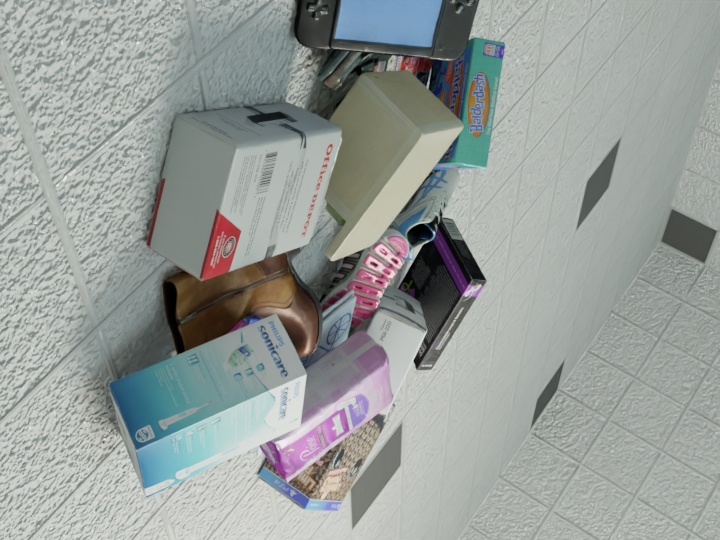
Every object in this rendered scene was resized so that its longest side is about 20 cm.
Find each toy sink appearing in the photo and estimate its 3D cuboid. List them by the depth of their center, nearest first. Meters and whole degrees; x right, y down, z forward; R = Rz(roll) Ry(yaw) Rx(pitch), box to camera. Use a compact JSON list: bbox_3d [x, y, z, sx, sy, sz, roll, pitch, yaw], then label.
[{"bbox_3d":[0.007,-0.130,1.241,0.201,0.112,0.130,-53,165,27],"label":"toy sink"}]

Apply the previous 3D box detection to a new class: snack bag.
[{"bbox_3d":[-0.078,0.141,1.427,0.188,0.021,0.202,-40,154,-35],"label":"snack bag"}]

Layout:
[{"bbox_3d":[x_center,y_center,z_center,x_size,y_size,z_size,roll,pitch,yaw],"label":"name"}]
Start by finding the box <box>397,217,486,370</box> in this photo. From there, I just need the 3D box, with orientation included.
[{"bbox_3d":[0.118,0.039,1.644,0.036,0.144,0.202,6,130,-31],"label":"box"}]

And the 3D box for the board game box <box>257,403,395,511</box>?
[{"bbox_3d":[-0.050,0.270,1.645,0.202,0.096,0.159,-61,158,-2],"label":"board game box"}]

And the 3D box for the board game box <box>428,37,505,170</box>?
[{"bbox_3d":[0.127,-0.210,1.343,0.200,0.044,0.155,-160,-102,-78],"label":"board game box"}]

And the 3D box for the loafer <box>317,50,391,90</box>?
[{"bbox_3d":[0.029,-0.275,1.183,0.201,0.063,0.072,-54,-164,-21],"label":"loafer"}]

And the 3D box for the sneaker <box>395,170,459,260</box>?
[{"bbox_3d":[0.103,-0.085,1.595,0.200,0.072,0.073,-49,154,-32],"label":"sneaker"}]

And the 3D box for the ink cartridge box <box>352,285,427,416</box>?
[{"bbox_3d":[0.032,0.113,1.558,0.200,0.084,0.148,-79,-166,-81],"label":"ink cartridge box"}]

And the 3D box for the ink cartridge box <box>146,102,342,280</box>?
[{"bbox_3d":[-0.117,-0.089,1.085,0.199,0.083,0.146,-21,134,-57],"label":"ink cartridge box"}]

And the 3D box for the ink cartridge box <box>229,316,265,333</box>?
[{"bbox_3d":[-0.146,0.109,1.322,0.121,0.042,0.199,-64,157,5],"label":"ink cartridge box"}]

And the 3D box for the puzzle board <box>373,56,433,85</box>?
[{"bbox_3d":[0.058,-0.263,1.356,0.150,0.017,0.203,-39,148,-45],"label":"puzzle board"}]

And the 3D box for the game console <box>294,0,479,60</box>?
[{"bbox_3d":[0.046,-0.279,1.044,0.196,0.117,0.178,2,127,-16],"label":"game console"}]

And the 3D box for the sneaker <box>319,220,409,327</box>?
[{"bbox_3d":[0.000,0.000,1.460,0.201,0.073,0.088,-54,-153,32],"label":"sneaker"}]

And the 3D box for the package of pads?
[{"bbox_3d":[-0.048,0.179,1.375,0.198,0.076,0.121,-34,145,-17],"label":"package of pads"}]

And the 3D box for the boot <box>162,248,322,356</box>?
[{"bbox_3d":[-0.131,0.055,1.194,0.200,0.068,0.191,-39,132,-44],"label":"boot"}]

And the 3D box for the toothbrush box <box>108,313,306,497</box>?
[{"bbox_3d":[-0.165,0.150,1.138,0.197,0.086,0.147,-22,154,-17],"label":"toothbrush box"}]
